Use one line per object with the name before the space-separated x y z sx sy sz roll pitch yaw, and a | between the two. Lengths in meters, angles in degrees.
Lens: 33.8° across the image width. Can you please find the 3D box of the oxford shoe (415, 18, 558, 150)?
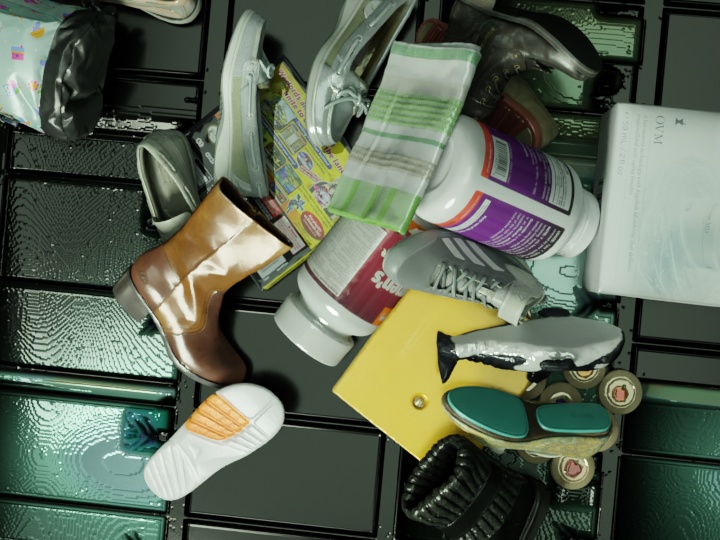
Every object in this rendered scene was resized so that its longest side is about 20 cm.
oxford shoe | 0.140 -0.205 1.326 0.201 0.074 0.071 52 132 14

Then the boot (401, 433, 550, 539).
boot | 0.105 0.292 1.281 0.157 0.079 0.213 27 83 -37

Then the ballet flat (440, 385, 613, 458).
ballet flat | 0.176 0.172 1.285 0.198 0.071 0.072 7 91 -14

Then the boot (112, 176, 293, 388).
boot | -0.144 0.019 1.294 0.199 0.069 0.189 -38 99 26

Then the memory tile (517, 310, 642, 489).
memory tile | 0.205 0.137 1.339 0.199 0.017 0.154 34 92 3

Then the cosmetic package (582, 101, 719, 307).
cosmetic package | 0.355 -0.066 1.275 0.197 0.123 0.202 6 91 3

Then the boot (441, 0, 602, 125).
boot | 0.143 -0.195 1.246 0.199 0.069 0.175 38 121 27

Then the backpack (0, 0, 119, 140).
backpack | -0.385 -0.245 1.317 0.198 0.127 0.169 21 105 11

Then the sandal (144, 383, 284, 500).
sandal | -0.167 0.184 1.348 0.206 0.059 0.079 -37 97 25

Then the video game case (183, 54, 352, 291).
video game case | -0.098 -0.110 1.355 0.180 0.026 0.201 -37 87 4

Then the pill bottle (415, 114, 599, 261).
pill bottle | 0.153 -0.079 1.236 0.199 0.112 0.114 20 92 -32

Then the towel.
towel | 0.040 -0.142 1.220 0.031 0.149 0.202 26 85 -31

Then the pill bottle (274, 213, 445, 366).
pill bottle | 0.000 0.000 1.302 0.109 0.110 0.201 39 100 3

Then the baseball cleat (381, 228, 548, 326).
baseball cleat | 0.119 0.008 1.236 0.107 0.198 0.070 49 126 41

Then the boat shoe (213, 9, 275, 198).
boat shoe | -0.122 -0.183 1.310 0.064 0.074 0.205 7 93 -1

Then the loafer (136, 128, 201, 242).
loafer | -0.204 -0.056 1.325 0.069 0.070 0.202 -12 102 30

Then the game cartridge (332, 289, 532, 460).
game cartridge | 0.094 0.108 1.326 0.176 0.032 0.201 38 90 3

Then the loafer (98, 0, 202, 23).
loafer | -0.278 -0.335 1.346 0.198 0.063 0.073 17 91 4

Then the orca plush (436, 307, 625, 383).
orca plush | 0.182 0.101 1.271 0.198 0.106 0.072 -12 123 -8

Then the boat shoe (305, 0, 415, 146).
boat shoe | -0.002 -0.228 1.300 0.064 0.074 0.204 17 75 24
